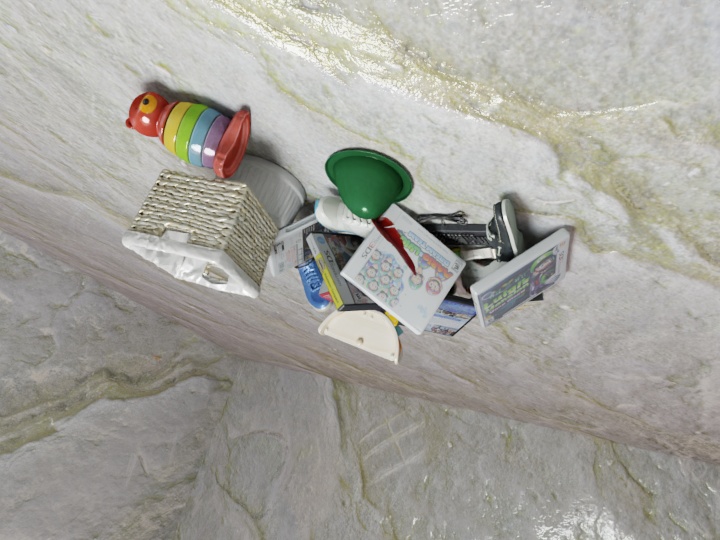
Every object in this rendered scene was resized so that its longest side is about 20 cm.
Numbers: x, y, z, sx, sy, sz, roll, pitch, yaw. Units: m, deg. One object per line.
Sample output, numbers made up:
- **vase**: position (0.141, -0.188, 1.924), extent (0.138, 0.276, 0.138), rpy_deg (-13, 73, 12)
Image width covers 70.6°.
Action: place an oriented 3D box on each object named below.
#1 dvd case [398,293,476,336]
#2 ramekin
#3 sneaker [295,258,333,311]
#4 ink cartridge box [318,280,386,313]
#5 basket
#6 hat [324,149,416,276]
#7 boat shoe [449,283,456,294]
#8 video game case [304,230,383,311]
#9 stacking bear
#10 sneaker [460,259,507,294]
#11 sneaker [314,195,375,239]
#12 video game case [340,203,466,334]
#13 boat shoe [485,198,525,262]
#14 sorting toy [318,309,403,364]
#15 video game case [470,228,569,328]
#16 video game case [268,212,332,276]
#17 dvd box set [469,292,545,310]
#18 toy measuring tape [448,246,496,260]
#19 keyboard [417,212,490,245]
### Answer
- **dvd case**: position (0.172, 0.097, 1.130), extent (0.143, 0.018, 0.200), rpy_deg (13, 154, -5)
- **ramekin**: position (-0.227, -0.147, 1.090), extent (0.200, 0.105, 0.200), rpy_deg (16, 159, 6)
- **sneaker**: position (-0.132, 0.006, 1.299), extent (0.077, 0.200, 0.111), rpy_deg (-23, 146, 8)
- **ink cartridge box**: position (0.031, 0.030, 1.260), extent (0.200, 0.145, 0.145), rpy_deg (28, 157, -24)
- **basket**: position (-0.285, -0.067, 0.949), extent (0.198, 0.161, 0.200), rpy_deg (12, 163, 14)
- **hat**: position (-0.001, -0.100, 0.918), extent (0.200, 0.176, 0.166), rpy_deg (-5, 149, 45)
- **boat shoe**: position (0.189, 0.042, 1.169), extent (0.062, 0.072, 0.200), rpy_deg (10, -168, 23)
- **video game case**: position (0.000, 0.000, 1.047), extent (0.200, 0.181, 0.026), rpy_deg (1, 143, -43)
- **stacking bear**: position (-0.310, -0.251, 0.900), extent (0.200, 0.122, 0.114), rpy_deg (22, 170, -4)
- **sneaker**: position (0.293, 0.013, 1.109), extent (0.082, 0.077, 0.200), rpy_deg (-2, 180, -21)
- **sneaker**: position (0.001, -0.108, 1.049), extent (0.200, 0.077, 0.081), rpy_deg (18, 163, -26)
- **video game case**: position (0.089, -0.004, 1.010), extent (0.200, 0.182, 0.024), rpy_deg (38, 163, -9)
- **boat shoe**: position (0.262, -0.063, 0.937), extent (0.060, 0.076, 0.200), rpy_deg (-3, 151, 25)
- **sorting toy**: position (0.029, 0.147, 1.226), extent (0.200, 0.107, 0.180), rpy_deg (19, 171, 18)
- **video game case**: position (0.309, 0.022, 0.979), extent (0.023, 0.200, 0.182), rpy_deg (58, -179, 32)
- **video game case**: position (-0.126, -0.067, 1.150), extent (0.023, 0.182, 0.200), rpy_deg (58, 165, 15)
- **dvd box set**: position (0.323, 0.074, 1.172), extent (0.146, 0.029, 0.200), rpy_deg (-4, 170, 3)
- **toy measuring tape**: position (0.195, -0.023, 1.094), extent (0.200, 0.074, 0.074), rpy_deg (-3, 150, 46)
- **keyboard**: position (0.175, -0.081, 1.044), extent (0.200, 0.021, 0.127), rpy_deg (3, 154, 33)
